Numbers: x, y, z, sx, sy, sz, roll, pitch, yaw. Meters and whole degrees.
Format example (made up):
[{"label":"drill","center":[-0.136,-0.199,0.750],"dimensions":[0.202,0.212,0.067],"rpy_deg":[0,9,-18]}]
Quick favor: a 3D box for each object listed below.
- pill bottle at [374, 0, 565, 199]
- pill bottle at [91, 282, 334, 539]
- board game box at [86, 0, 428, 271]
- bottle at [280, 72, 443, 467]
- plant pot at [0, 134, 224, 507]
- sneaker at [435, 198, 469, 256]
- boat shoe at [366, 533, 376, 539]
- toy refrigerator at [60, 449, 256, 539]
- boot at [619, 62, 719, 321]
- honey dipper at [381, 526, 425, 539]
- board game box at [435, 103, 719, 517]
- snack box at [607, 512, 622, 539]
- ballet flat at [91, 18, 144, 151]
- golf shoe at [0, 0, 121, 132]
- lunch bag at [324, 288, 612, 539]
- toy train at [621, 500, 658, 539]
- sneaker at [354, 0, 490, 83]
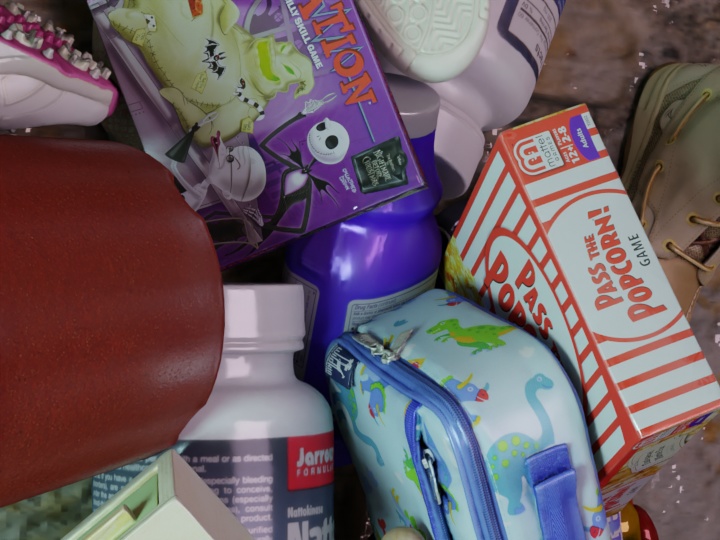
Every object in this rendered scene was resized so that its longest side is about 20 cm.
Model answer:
[{"label":"pill bottle","center":[0.051,-0.144,1.175],"dimensions":[0.111,0.111,0.200],"rpy_deg":[34,68,-36]},{"label":"pill bottle","center":[-0.071,0.106,1.060],"dimensions":[0.119,0.119,0.200],"rpy_deg":[-1,91,-41]},{"label":"board game box","center":[-0.059,-0.110,1.040],"dimensions":[0.120,0.032,0.200],"rpy_deg":[-22,86,3]},{"label":"bottle","center":[0.000,0.000,1.109],"dimensions":[0.083,0.065,0.200],"rpy_deg":[-23,133,-45]},{"label":"plant pot","center":[-0.175,0.022,0.936],"dimensions":[0.195,0.201,0.201],"rpy_deg":[-8,95,-49]},{"label":"sneaker","center":[0.088,0.046,1.235],"dimensions":[0.146,0.077,0.203],"rpy_deg":[-26,115,-29]},{"label":"boat shoe","center":[0.048,0.221,1.203],"dimensions":[0.075,0.075,0.203],"rpy_deg":[-29,117,-45]},{"label":"toy refrigerator","center":[-0.139,0.170,0.961],"dimensions":[0.200,0.076,0.070],"rpy_deg":[-39,103,4]},{"label":"boot","center":[0.222,-0.032,1.294],"dimensions":[0.073,0.155,0.200],"rpy_deg":[27,72,-38]},{"label":"honey dipper","center":[0.003,0.162,1.082],"dimensions":[0.038,0.200,0.038],"rpy_deg":[5,68,-12]},{"label":"board game box","center":[0.097,0.031,1.046],"dimensions":[0.046,0.200,0.152],"rpy_deg":[-19,73,-14]},{"label":"snack box","center":[0.102,0.158,1.162],"dimensions":[0.024,0.072,0.200],"rpy_deg":[-6,92,-63]},{"label":"ballet flat","center":[-0.091,-0.153,1.084],"dimensions":[0.067,0.062,0.200],"rpy_deg":[8,85,-40]},{"label":"golf shoe","center":[-0.198,-0.086,0.997],"dimensions":[0.200,0.075,0.092],"rpy_deg":[14,111,-46]},{"label":"lunch bag","center":[0.060,0.116,1.046],"dimensions":[0.082,0.161,0.200],"rpy_deg":[-24,114,-17]},{"label":"toy train","center":[0.135,0.135,1.197],"dimensions":[0.085,0.116,0.200],"rpy_deg":[-22,133,-11]},{"label":"sneaker","center":[0.002,-0.174,1.111],"dimensions":[0.077,0.111,0.200],"rpy_deg":[-27,80,-9]}]
